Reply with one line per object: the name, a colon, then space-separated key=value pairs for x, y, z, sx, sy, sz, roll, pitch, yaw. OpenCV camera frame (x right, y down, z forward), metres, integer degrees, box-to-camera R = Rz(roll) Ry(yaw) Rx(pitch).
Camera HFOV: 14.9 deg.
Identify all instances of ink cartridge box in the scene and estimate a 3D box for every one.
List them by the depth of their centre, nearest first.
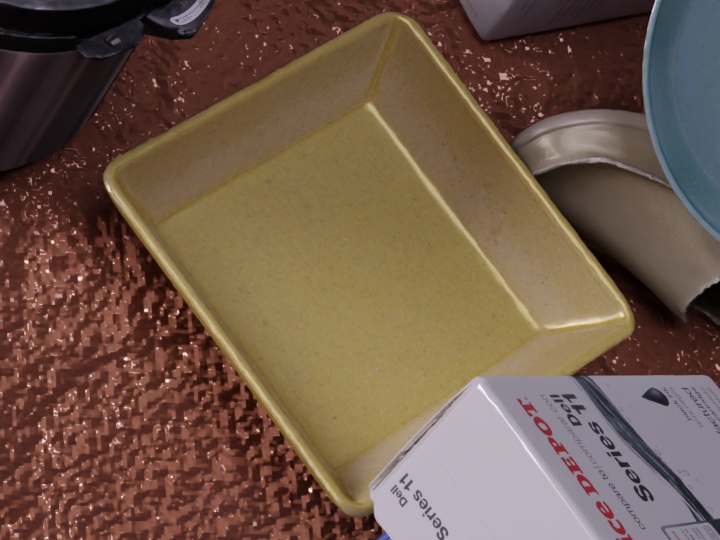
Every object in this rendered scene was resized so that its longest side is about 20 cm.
ink cartridge box: x=0.119 y=0.124 z=1.214 sx=0.200 sy=0.083 sz=0.147 roll=2 pitch=46 yaw=-53

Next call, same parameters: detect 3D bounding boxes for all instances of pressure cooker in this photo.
pressure cooker: x=-0.163 y=-0.152 z=1.218 sx=0.175 sy=0.200 sz=0.179 roll=-7 pitch=67 yaw=-27

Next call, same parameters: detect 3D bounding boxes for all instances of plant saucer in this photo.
plant saucer: x=0.000 y=0.000 z=1.307 sx=0.200 sy=0.048 sz=0.200 roll=-31 pitch=80 yaw=-34
plant saucer: x=0.226 y=-0.096 z=1.343 sx=0.199 sy=0.036 sz=0.201 roll=-1 pitch=96 yaw=-14

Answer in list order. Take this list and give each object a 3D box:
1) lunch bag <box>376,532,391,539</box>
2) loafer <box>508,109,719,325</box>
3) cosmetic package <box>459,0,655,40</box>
lunch bag: x=0.011 y=0.209 z=1.191 sx=0.160 sy=0.076 sz=0.200 roll=46 pitch=54 yaw=6
loafer: x=0.162 y=-0.017 z=1.374 sx=0.199 sy=0.076 sz=0.068 roll=21 pitch=52 yaw=-14
cosmetic package: x=0.150 y=-0.187 z=1.441 sx=0.199 sy=0.102 sz=0.074 roll=-13 pitch=70 yaw=-31
